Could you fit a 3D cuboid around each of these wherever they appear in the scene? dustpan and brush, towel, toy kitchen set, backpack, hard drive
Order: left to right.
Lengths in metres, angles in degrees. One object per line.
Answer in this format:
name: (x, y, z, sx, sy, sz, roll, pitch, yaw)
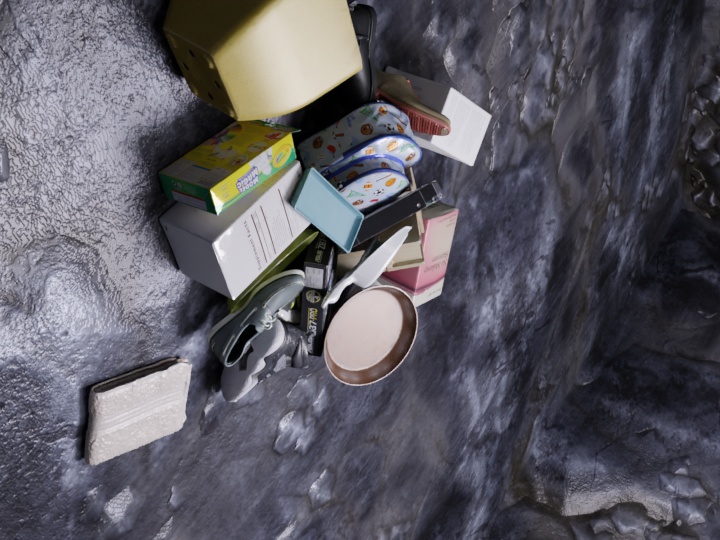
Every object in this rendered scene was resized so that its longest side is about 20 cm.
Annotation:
towel: (-0.344, 0.217, 1.403, 0.199, 0.034, 0.135, -19, 125, -52)
dustpan and brush: (0.000, 0.000, 1.559, 0.201, 0.057, 0.139, -58, -170, -27)
backpack: (0.004, -0.192, 1.510, 0.190, 0.156, 0.199, -37, 160, 24)
toy kitchen set: (0.023, -0.125, 1.719, 0.164, 0.177, 0.203, 72, 11, -54)
hard drive: (0.052, -0.096, 1.577, 0.198, 0.038, 0.140, -28, -178, 11)

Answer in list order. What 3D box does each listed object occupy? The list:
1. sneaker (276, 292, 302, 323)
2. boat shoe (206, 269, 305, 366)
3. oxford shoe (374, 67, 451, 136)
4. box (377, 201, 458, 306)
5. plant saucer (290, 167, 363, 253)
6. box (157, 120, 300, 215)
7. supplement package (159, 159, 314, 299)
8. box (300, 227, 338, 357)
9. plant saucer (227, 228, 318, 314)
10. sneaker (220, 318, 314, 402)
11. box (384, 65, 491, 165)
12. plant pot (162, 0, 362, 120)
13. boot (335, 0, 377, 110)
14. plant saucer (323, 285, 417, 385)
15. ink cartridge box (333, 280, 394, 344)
sneaker: (-0.143, 0.042, 1.565, 0.200, 0.073, 0.086, 32, 71, -79)
boat shoe: (-0.158, 0.077, 1.426, 0.199, 0.062, 0.073, -38, 148, 13)
oxford shoe: (0.078, -0.303, 1.564, 0.076, 0.198, 0.071, -61, 176, -16)
box: (0.116, -0.043, 1.887, 0.127, 0.108, 0.203, -22, 128, -51)
plant saucer: (-0.052, -0.094, 1.429, 0.200, 0.019, 0.071, 39, 71, -60)
box: (-0.184, -0.161, 1.312, 0.200, 0.116, 0.049, -43, 137, -34)
supplement package: (-0.184, -0.079, 1.365, 0.200, 0.120, 0.121, -46, 143, -30)
box: (-0.072, 0.026, 1.615, 0.162, 0.048, 0.203, -75, 171, -54)
plant saucer: (-0.151, -0.007, 1.474, 0.200, 0.031, 0.200, -42, 179, -1)
sneaker: (-0.157, 0.162, 1.549, 0.113, 0.076, 0.201, 9, 133, -40)
box: (0.134, -0.291, 1.699, 0.199, 0.151, 0.108, 12, 101, -60)
plant pot: (-0.147, -0.320, 1.205, 0.200, 0.194, 0.196, -43, 144, -19)
boot: (-0.040, -0.347, 1.461, 0.162, 0.072, 0.202, -21, 121, -54)
plant saucer: (0.014, 0.114, 1.635, 0.197, 0.034, 0.204, -14, 119, -26)
ink cartridge box: (0.003, 0.073, 1.713, 0.118, 0.067, 0.200, -50, -178, 0)
